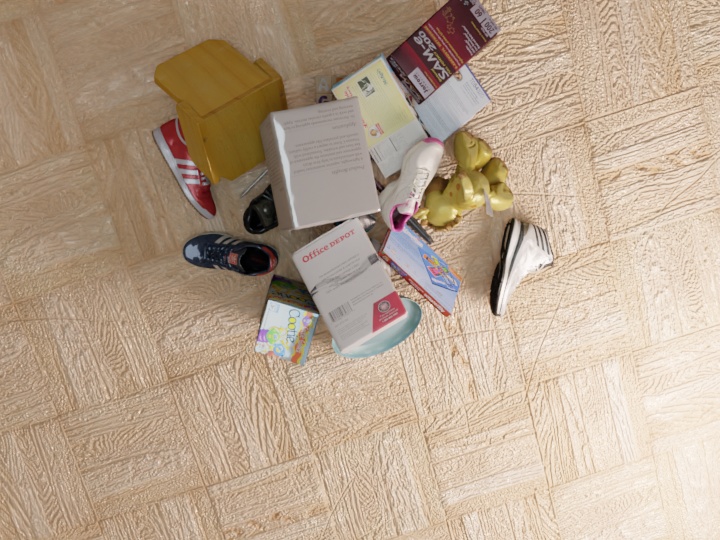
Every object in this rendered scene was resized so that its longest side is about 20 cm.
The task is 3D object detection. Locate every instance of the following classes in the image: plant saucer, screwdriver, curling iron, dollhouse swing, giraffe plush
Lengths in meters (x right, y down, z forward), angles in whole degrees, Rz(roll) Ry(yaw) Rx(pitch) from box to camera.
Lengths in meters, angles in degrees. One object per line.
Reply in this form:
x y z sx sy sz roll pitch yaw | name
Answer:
0.030 0.109 1.597 0.195 0.028 0.202 -17 146 -12 | plant saucer
-0.172 -0.216 1.561 0.199 0.028 0.029 -41 131 2 | screwdriver
0.072 -0.120 1.604 0.199 0.026 0.050 38 100 -10 | curling iron
-0.266 -0.305 1.489 0.199 0.174 0.185 -37 139 -29 | dollhouse swing
0.191 -0.147 1.554 0.172 0.203 0.161 39 131 -24 | giraffe plush

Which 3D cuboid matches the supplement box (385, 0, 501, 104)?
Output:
0.154 -0.421 1.478 0.200 0.061 0.109 -43 98 -5 | supplement box

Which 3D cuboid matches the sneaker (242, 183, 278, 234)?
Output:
-0.154 -0.145 1.538 0.199 0.114 0.076 -44 104 4 | sneaker

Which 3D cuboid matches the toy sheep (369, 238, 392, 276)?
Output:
0.000 0.000 1.573 0.195 0.138 0.142 -14 104 -15 | toy sheep

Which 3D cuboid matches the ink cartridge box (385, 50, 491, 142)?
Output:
0.123 -0.348 1.548 0.199 0.043 0.198 -38 100 4 | ink cartridge box

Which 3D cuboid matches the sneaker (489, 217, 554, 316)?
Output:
0.339 0.004 1.625 0.112 0.076 0.206 12 99 -5 | sneaker

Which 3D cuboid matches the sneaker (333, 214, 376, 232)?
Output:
-0.029 -0.166 1.556 0.080 0.073 0.205 -16 97 -19 | sneaker

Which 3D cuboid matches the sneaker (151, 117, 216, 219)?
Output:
-0.309 -0.209 1.533 0.111 0.071 0.203 -29 101 6 | sneaker

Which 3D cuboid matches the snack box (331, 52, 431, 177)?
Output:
0.044 -0.292 1.500 0.114 0.037 0.202 -27 110 18 | snack box

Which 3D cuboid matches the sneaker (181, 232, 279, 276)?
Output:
-0.260 -0.030 1.569 0.194 0.085 0.077 3 103 -5 | sneaker

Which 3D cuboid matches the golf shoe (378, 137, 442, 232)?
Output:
0.103 -0.159 1.503 0.074 0.093 0.201 13 131 -25 | golf shoe

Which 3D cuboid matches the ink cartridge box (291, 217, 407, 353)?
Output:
-0.019 0.029 1.466 0.143 0.083 0.203 -29 81 1 | ink cartridge box

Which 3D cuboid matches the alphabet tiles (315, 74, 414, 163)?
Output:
0.009 -0.293 1.538 0.194 0.008 0.172 2 110 9 | alphabet tiles

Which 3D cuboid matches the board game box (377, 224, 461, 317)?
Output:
0.122 -0.008 1.587 0.199 0.104 0.019 42 138 -19 | board game box

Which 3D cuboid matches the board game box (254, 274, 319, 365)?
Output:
-0.143 0.092 1.545 0.101 0.200 0.107 16 101 -8 | board game box

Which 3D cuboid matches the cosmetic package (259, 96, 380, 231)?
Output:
-0.077 -0.185 1.416 0.161 0.165 0.206 -12 95 -14 | cosmetic package
